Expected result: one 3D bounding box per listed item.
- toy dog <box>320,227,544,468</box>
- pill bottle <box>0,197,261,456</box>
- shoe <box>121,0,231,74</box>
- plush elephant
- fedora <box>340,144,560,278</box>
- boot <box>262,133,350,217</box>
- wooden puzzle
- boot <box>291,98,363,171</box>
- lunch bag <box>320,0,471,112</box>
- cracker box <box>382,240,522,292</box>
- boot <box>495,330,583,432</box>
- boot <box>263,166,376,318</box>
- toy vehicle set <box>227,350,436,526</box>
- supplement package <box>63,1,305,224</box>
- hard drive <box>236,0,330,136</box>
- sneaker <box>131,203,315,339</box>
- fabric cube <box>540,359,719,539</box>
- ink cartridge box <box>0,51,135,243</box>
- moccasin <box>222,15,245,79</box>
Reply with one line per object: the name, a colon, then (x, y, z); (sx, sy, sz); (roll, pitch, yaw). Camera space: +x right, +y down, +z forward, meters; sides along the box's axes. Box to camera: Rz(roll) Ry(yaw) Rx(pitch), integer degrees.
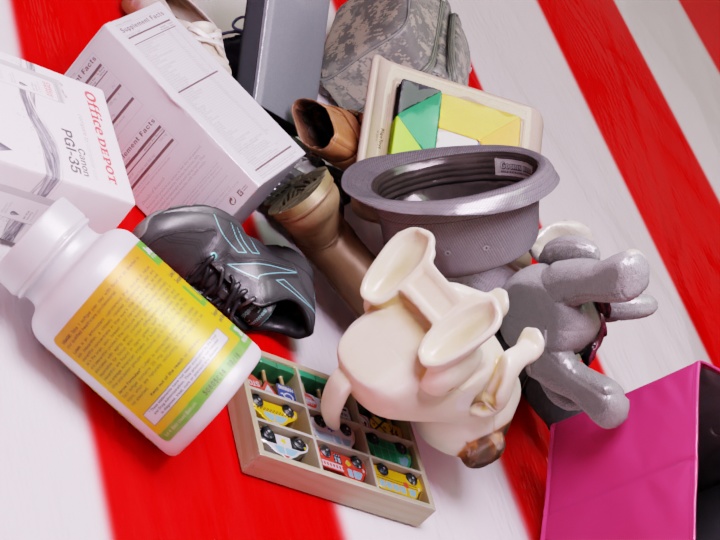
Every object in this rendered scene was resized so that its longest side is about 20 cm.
toy dog: (0.074, 0.095, 1.571); (0.139, 0.194, 0.200); (35, -7, 37)
pill bottle: (-0.184, 0.039, 1.403); (0.200, 0.111, 0.111); (42, 28, -5)
shoe: (-0.180, -0.241, 1.787); (0.070, 0.054, 0.200); (14, 26, -43)
plush elephant: (0.201, 0.037, 1.672); (0.199, 0.166, 0.154); (10, 19, 35)
fedora: (0.085, -0.050, 1.653); (0.198, 0.091, 0.177); (-7, 21, -1)
boot: (-0.093, -0.112, 1.794); (0.200, 0.068, 0.131); (39, 17, -11)
wooden puzzle: (0.092, -0.110, 1.766); (0.198, 0.037, 0.186); (18, 58, -17)
boot: (-0.014, -0.134, 1.846); (0.154, 0.077, 0.200); (20, 17, -34)
lunch bag: (0.056, -0.232, 2.061); (0.168, 0.139, 0.201); (50, 25, -25)
cracker box: (0.125, 0.004, 1.827); (0.199, 0.058, 0.134); (34, 5, 5)
boot: (0.138, 0.084, 1.782); (0.200, 0.073, 0.182); (39, -1, -24)
boot: (0.000, 0.000, 1.656); (0.200, 0.066, 0.175); (51, -1, -8)
toy vehicle set: (-0.028, 0.143, 1.561); (0.199, 0.027, 0.125); (22, 36, -36)
supplement package: (-0.170, -0.129, 1.644); (0.200, 0.110, 0.114); (46, 29, 2)
hard drive: (-0.076, -0.249, 1.833); (0.139, 0.033, 0.202); (24, 72, -65)
sneaker: (-0.113, 0.003, 1.585); (0.199, 0.075, 0.080); (20, 39, -37)
fabric cube: (0.299, 0.232, 1.639); (0.195, 0.199, 0.201); (28, 53, -29)
ink cartridge box: (-0.297, -0.105, 1.475); (0.199, 0.083, 0.147); (18, 38, -40)
moccasin: (-0.111, -0.233, 1.902); (0.081, 0.068, 0.200); (49, 30, 8)
